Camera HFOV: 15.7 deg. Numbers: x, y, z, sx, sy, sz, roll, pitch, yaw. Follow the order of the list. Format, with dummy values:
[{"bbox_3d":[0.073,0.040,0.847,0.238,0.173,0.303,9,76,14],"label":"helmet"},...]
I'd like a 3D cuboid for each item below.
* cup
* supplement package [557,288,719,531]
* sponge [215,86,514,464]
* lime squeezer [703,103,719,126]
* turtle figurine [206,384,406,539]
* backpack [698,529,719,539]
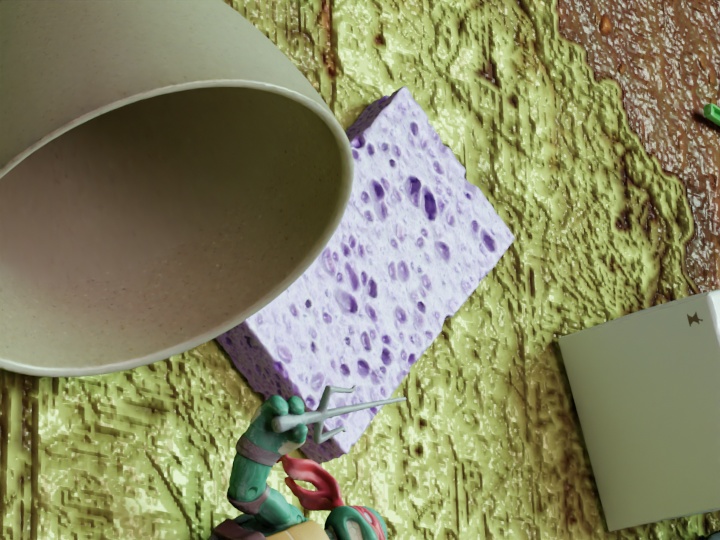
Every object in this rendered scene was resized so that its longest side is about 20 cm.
[{"bbox_3d":[-0.121,-0.068,1.205,0.200,0.200,0.143,8,45,-43],"label":"cup"},{"bbox_3d":[0.233,0.068,1.530,0.200,0.120,0.122,-10,84,-46],"label":"supplement package"},{"bbox_3d":[0.000,0.000,1.392,0.112,0.030,0.200,54,46,-16],"label":"sponge"},{"bbox_3d":[0.307,-0.073,1.697,0.199,0.071,0.038,9,84,-11],"label":"lime squeezer"},{"bbox_3d":[-0.040,0.149,1.252,0.200,0.101,0.150,-27,80,-31],"label":"turtle figurine"},{"bbox_3d":[0.244,0.228,1.466,0.200,0.147,0.183,-18,86,-43],"label":"backpack"}]
